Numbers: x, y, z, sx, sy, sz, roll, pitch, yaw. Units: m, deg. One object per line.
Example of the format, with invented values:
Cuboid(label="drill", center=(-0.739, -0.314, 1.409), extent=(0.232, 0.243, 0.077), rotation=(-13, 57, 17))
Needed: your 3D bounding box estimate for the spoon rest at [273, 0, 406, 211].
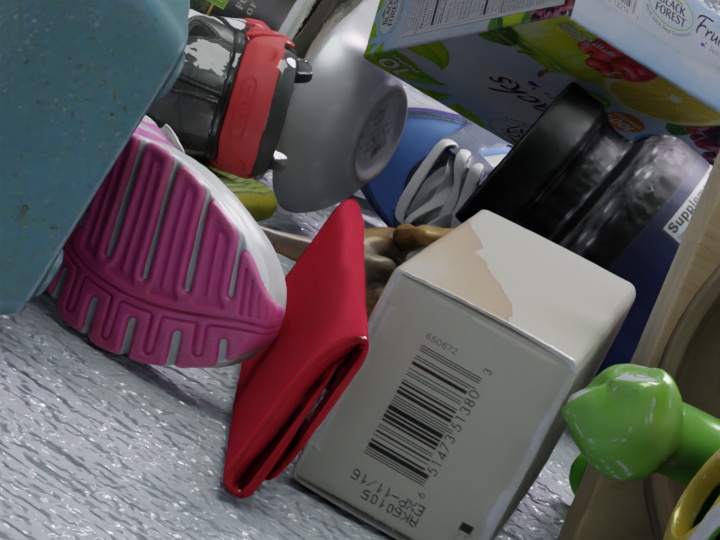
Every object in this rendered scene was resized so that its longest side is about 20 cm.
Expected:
Cuboid(label="spoon rest", center=(0.011, -0.103, 1.432), extent=(0.061, 0.100, 0.200), rotation=(26, 45, 23))

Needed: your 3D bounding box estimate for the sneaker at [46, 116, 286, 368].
Cuboid(label="sneaker", center=(-0.093, -0.026, 1.110), extent=(0.200, 0.082, 0.088), rotation=(36, 17, 34))

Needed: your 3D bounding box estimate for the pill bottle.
Cuboid(label="pill bottle", center=(0.146, 0.009, 1.309), extent=(0.200, 0.112, 0.112), rotation=(41, 13, 0))

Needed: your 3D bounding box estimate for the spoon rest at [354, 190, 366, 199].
Cuboid(label="spoon rest", center=(0.045, -0.049, 1.590), extent=(0.199, 0.061, 0.099), rotation=(7, 18, -22))

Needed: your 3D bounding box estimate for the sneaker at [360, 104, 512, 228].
Cuboid(label="sneaker", center=(0.064, -0.023, 1.425), extent=(0.200, 0.081, 0.146), rotation=(36, 10, 14))

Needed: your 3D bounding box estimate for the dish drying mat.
Cuboid(label="dish drying mat", center=(-0.021, 0.027, 1.057), extent=(0.018, 0.077, 0.200), rotation=(34, 11, -8))

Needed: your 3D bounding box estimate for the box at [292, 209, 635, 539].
Cuboid(label="box", center=(0.046, 0.042, 1.101), extent=(0.078, 0.095, 0.200), rotation=(28, 11, 7))

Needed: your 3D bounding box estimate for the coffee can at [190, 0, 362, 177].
Cuboid(label="coffee can", center=(-0.107, -0.159, 1.469), extent=(0.200, 0.147, 0.146), rotation=(29, 12, 9))

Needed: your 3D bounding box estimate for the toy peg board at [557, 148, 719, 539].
Cuboid(label="toy peg board", center=(0.192, 0.055, 1.155), extent=(0.200, 0.200, 0.098), rotation=(24, -3, -16))

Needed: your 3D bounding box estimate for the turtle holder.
Cuboid(label="turtle holder", center=(0.163, 0.097, 0.961), extent=(0.132, 0.141, 0.186), rotation=(12, 54, -55))

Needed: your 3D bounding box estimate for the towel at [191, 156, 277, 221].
Cuboid(label="towel", center=(-0.126, -0.058, 1.285), extent=(0.143, 0.023, 0.200), rotation=(30, 10, 13))

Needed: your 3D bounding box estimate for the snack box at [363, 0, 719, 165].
Cuboid(label="snack box", center=(0.122, -0.093, 1.371), extent=(0.200, 0.053, 0.142), rotation=(28, -21, -36))

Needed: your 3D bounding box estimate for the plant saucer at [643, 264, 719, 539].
Cuboid(label="plant saucer", center=(0.200, 0.069, 1.091), extent=(0.200, 0.201, 0.029), rotation=(24, -3, -16))

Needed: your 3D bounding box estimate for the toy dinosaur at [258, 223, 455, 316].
Cuboid(label="toy dinosaur", center=(0.000, 0.000, 1.249), extent=(0.106, 0.061, 0.200), rotation=(2, -8, 25))

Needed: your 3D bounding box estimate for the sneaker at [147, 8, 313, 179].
Cuboid(label="sneaker", center=(-0.083, -0.087, 1.272), extent=(0.098, 0.071, 0.200), rotation=(15, 4, -9))

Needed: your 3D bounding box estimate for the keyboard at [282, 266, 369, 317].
Cuboid(label="keyboard", center=(-0.031, 0.007, 1.273), extent=(0.200, 0.011, 0.056), rotation=(22, 13, -25))

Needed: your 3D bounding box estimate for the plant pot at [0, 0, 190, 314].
Cuboid(label="plant pot", center=(-0.171, -0.092, 0.988), extent=(0.200, 0.197, 0.196), rotation=(31, 11, -11))
